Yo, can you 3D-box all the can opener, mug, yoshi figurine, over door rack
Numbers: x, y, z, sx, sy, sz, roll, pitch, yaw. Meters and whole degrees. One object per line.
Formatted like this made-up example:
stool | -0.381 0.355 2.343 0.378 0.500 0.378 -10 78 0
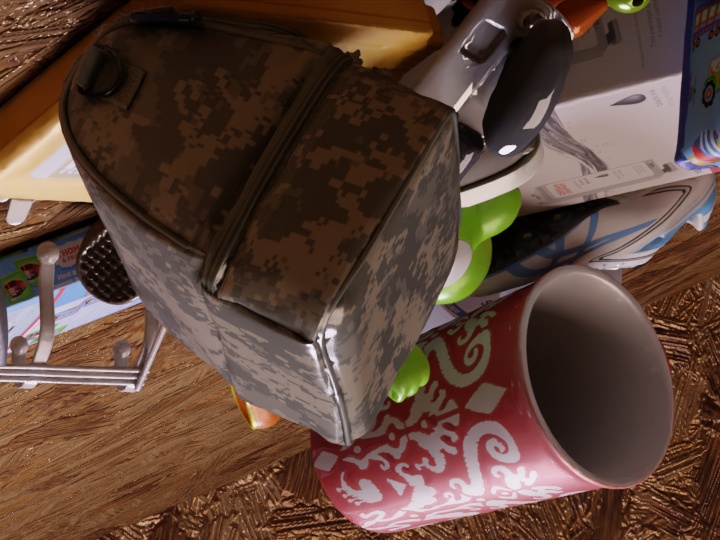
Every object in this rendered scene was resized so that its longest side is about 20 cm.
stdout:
can opener | 0.036 -0.056 1.375 0.053 0.067 0.200 26 119 -22
mug | 0.088 0.095 1.689 0.177 0.134 0.199 23 148 -38
yoshi figurine | 0.004 0.011 1.557 0.199 0.113 0.112 -31 -164 -12
over door rack | -0.163 -0.003 1.557 0.147 0.067 0.200 2 146 -28

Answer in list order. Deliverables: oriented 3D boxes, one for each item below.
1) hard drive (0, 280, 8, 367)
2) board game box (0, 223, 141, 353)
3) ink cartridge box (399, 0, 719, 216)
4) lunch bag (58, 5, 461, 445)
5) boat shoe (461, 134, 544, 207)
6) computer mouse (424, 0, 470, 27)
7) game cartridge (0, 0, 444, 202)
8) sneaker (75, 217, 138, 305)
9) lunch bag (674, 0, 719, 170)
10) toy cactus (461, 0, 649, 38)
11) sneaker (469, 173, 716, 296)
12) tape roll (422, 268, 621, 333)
hard drive | -0.251 0.017 1.418 0.134 0.042 0.200 -24 154 -7
board game box | -0.171 0.002 1.776 0.199 0.037 0.151 -20 171 -29
ink cartridge box | 0.132 -0.104 1.594 0.199 0.083 0.147 -13 156 15
lunch bag | -0.050 -0.030 1.286 0.140 0.167 0.200 -62 167 -16
boat shoe | 0.005 -0.052 1.473 0.201 0.072 0.061 -25 135 -15
computer mouse | 0.033 -0.146 1.445 0.199 0.044 0.109 -17 169 -47
game cartridge | -0.078 -0.087 1.375 0.175 0.033 0.200 1 157 -41
sneaker | -0.089 -0.055 1.638 0.199 0.071 0.076 -31 -166 29
lunch bag | 0.236 -0.163 1.432 0.093 0.202 0.150 5 166 -23
toy cactus | 0.145 -0.194 1.409 0.199 0.103 0.165 -31 -170 15
sneaker | 0.141 -0.021 1.694 0.199 0.073 0.072 -24 -154 -27
tape roll | 0.085 -0.024 1.815 0.066 0.201 0.200 -23 172 -29
